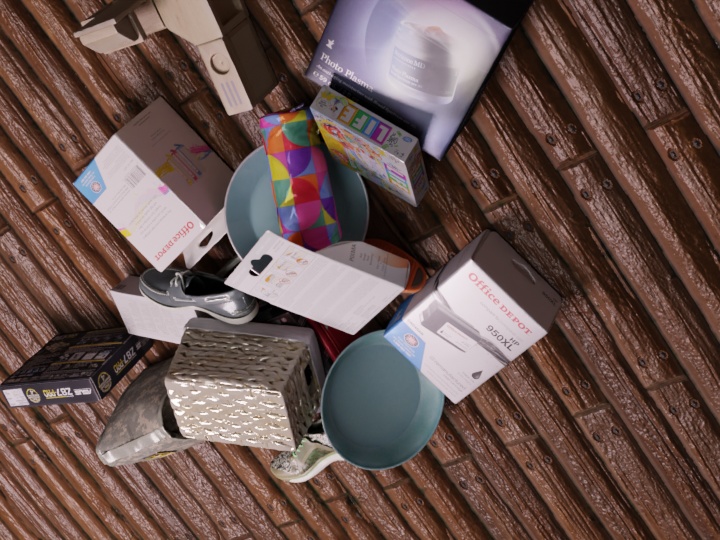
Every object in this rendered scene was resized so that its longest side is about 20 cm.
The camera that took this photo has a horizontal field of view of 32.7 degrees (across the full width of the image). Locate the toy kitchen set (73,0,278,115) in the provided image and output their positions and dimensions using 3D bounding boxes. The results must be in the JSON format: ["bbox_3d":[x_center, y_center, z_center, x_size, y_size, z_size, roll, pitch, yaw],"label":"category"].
[{"bbox_3d":[-0.253,-0.267,1.579,0.198,0.163,0.182,-10,117,31],"label":"toy kitchen set"}]

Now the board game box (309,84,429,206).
[{"bbox_3d":[0.015,-0.150,1.517,0.134,0.034,0.200,31,173,13],"label":"board game box"}]

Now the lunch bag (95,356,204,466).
[{"bbox_3d":[-0.303,0.224,1.906,0.163,0.200,0.118,-24,109,35],"label":"lunch bag"}]

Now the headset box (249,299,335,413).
[{"bbox_3d":[-0.090,0.130,1.804,0.147,0.075,0.201,-21,119,34],"label":"headset box"}]

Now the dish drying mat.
[{"bbox_3d":[-0.019,0.107,1.765,0.018,0.077,0.201,-20,111,36],"label":"dish drying mat"}]

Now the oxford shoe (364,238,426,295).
[{"bbox_3d":[0.000,0.000,1.705,0.198,0.072,0.073,16,150,19],"label":"oxford shoe"}]

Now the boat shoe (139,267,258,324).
[{"bbox_3d":[-0.235,0.020,1.742,0.198,0.073,0.062,15,141,26],"label":"boat shoe"}]

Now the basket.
[{"bbox_3d":[-0.162,0.161,1.722,0.197,0.124,0.137,4,130,18],"label":"basket"}]

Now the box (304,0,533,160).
[{"bbox_3d":[0.068,-0.277,1.440,0.199,0.123,0.199,31,128,3],"label":"box"}]

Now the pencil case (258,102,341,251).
[{"bbox_3d":[-0.076,-0.120,1.605,0.087,0.088,0.203,-5,98,29],"label":"pencil case"}]

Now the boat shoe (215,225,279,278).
[{"bbox_3d":[-0.153,-0.007,1.759,0.062,0.075,0.200,45,131,-5],"label":"boat shoe"}]

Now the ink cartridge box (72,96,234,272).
[{"bbox_3d":[-0.271,-0.111,1.715,0.200,0.125,0.128,46,129,-8],"label":"ink cartridge box"}]

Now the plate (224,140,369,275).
[{"bbox_3d":[-0.086,-0.080,1.662,0.197,0.026,0.203,0,96,1],"label":"plate"}]

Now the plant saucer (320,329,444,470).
[{"bbox_3d":[0.027,0.181,1.747,0.201,0.199,0.036,61,161,-19],"label":"plant saucer"}]

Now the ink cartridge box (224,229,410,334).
[{"bbox_3d":[-0.058,0.004,1.605,0.198,0.051,0.162,24,146,-16],"label":"ink cartridge box"}]

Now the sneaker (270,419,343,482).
[{"bbox_3d":[-0.074,0.258,1.885,0.199,0.077,0.089,-29,123,29],"label":"sneaker"}]

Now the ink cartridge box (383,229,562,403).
[{"bbox_3d":[0.149,0.063,1.648,0.144,0.084,0.200,42,129,-5],"label":"ink cartridge box"}]

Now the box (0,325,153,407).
[{"bbox_3d":[-0.453,0.152,1.958,0.198,0.162,0.050,-8,117,29],"label":"box"}]

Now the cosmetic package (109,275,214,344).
[{"bbox_3d":[-0.289,0.062,1.857,0.198,0.051,0.083,8,125,41],"label":"cosmetic package"}]
